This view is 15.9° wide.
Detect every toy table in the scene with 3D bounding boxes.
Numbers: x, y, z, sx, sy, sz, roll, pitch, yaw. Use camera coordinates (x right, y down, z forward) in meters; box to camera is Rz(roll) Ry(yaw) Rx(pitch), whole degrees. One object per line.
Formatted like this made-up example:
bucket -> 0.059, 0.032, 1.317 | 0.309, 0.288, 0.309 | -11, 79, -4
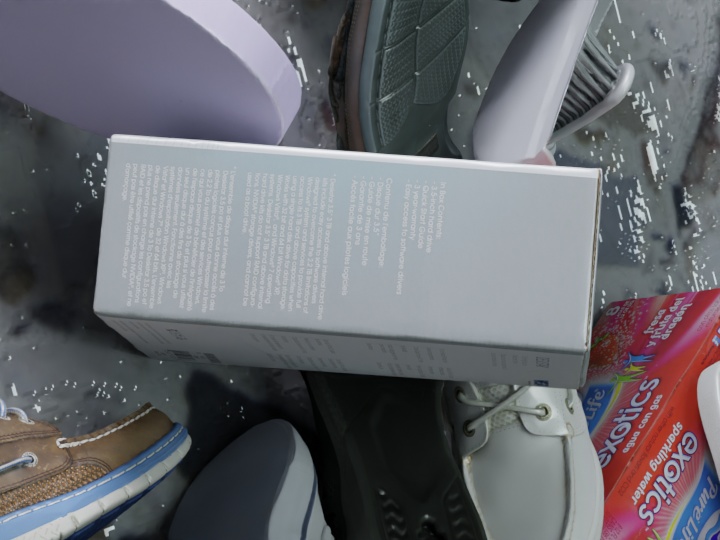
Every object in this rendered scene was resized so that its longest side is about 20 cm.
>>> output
toy table -> -0.102, -0.139, 1.086 | 0.200, 0.184, 0.117 | 28, 61, -2

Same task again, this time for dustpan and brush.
dustpan and brush -> 0.087, -0.073, 1.222 | 0.057, 0.200, 0.140 | 28, 66, -14

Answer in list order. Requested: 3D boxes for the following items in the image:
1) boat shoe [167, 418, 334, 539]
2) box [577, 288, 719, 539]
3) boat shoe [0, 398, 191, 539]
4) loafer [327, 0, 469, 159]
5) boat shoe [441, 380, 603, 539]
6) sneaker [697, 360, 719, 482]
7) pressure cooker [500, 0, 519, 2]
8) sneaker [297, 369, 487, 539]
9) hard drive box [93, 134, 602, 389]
boat shoe -> -0.040, 0.141, 1.107 | 0.065, 0.073, 0.200 | 52, 20, -24
box -> 0.139, 0.113, 1.289 | 0.100, 0.095, 0.200 | 51, 55, -23
boat shoe -> -0.151, 0.091, 1.062 | 0.200, 0.072, 0.072 | -29, 82, -48
loafer -> 0.007, -0.079, 1.172 | 0.072, 0.063, 0.200 | -40, 143, -34
boat shoe -> 0.067, 0.058, 1.217 | 0.069, 0.071, 0.200 | 60, 18, -51
sneaker -> 0.220, 0.119, 1.198 | 0.073, 0.085, 0.200 | 6, 60, -44
pressure cooker -> 0.043, -0.223, 1.204 | 0.200, 0.176, 0.179 | -4, 66, -50
sneaker -> 0.002, 0.095, 1.198 | 0.076, 0.114, 0.200 | 1, 51, -22
hard drive box -> 0.000, 0.000, 1.088 | 0.199, 0.156, 0.077 | 5, 82, 4
